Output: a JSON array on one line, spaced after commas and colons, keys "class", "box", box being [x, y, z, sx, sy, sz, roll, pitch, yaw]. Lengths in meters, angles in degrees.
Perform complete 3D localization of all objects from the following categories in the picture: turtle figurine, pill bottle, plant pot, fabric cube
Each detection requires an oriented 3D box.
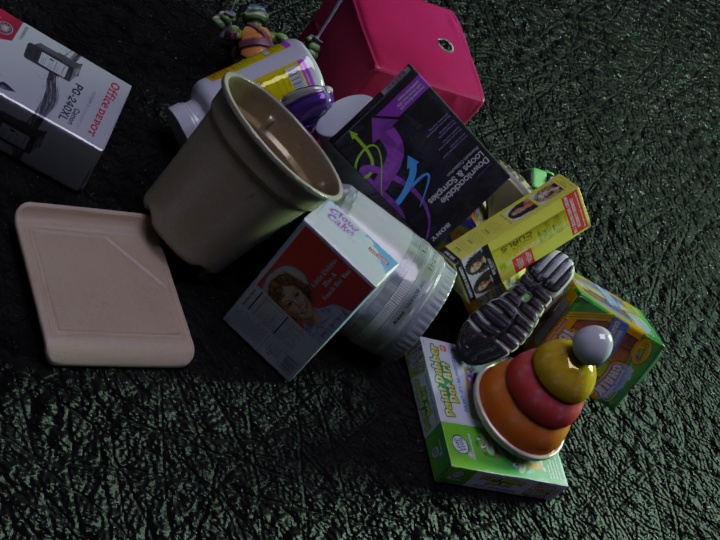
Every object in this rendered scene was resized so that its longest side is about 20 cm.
[{"class": "turtle figurine", "box": [-0.133, -0.312, 1.788, 0.144, 0.199, 0.195, 21, 60, -46]}, {"class": "pill bottle", "box": [-0.153, -0.223, 1.693, 0.199, 0.104, 0.104, -27, 70, -15]}, {"class": "plant pot", "box": [-0.155, -0.103, 1.540, 0.200, 0.183, 0.201, 44, 16, -17]}, {"class": "fabric cube", "box": [0.029, -0.282, 1.885, 0.199, 0.200, 0.197, 12, 48, -34]}, {"class": "pill bottle", "box": [0.016, -0.132, 1.729, 0.115, 0.114, 0.200, -81, 152, -47]}]

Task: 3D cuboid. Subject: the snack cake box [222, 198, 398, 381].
[{"class": "snack cake box", "box": [-0.062, 0.025, 1.511, 0.115, 0.200, 0.067, 44, 37, 2]}]

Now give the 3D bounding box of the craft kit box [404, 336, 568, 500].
[{"class": "craft kit box", "box": [0.164, 0.194, 1.680, 0.197, 0.049, 0.201, 12, 47, -30]}]

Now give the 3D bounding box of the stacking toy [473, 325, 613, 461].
[{"class": "stacking toy", "box": [0.251, 0.135, 1.615, 0.146, 0.200, 0.147, 24, 41, -23]}]

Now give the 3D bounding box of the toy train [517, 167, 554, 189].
[{"class": "toy train", "box": [0.209, -0.115, 1.900, 0.056, 0.200, 0.042, 12, 74, -33]}]

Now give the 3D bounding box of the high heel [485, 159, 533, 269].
[{"class": "high heel", "box": [0.215, -0.102, 1.784, 0.143, 0.071, 0.200, -87, 156, -52]}]

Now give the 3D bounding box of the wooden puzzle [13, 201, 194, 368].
[{"class": "wooden puzzle", "box": [-0.293, 0.021, 1.452, 0.184, 0.037, 0.201, 5, 56, -39]}]

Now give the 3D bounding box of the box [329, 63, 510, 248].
[{"class": "box", "box": [0.079, -0.144, 1.645, 0.200, 0.143, 0.036, 44, 7, -21]}]

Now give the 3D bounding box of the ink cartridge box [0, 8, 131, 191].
[{"class": "ink cartridge box", "box": [-0.391, -0.207, 1.538, 0.200, 0.083, 0.146, 29, 40, -17]}]

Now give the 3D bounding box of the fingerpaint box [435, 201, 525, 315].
[{"class": "fingerpaint box", "box": [0.168, -0.044, 1.812, 0.167, 0.073, 0.200, -79, 147, -48]}]

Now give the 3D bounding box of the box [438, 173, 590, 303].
[{"class": "box", "box": [0.204, -0.042, 1.687, 0.050, 0.200, 0.075, 44, -18, 53]}]

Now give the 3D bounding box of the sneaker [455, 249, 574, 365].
[{"class": "sneaker", "box": [0.215, 0.068, 1.731, 0.076, 0.200, 0.116, 46, -8, 21]}]

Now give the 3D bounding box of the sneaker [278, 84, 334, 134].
[{"class": "sneaker", "box": [-0.091, -0.157, 1.660, 0.080, 0.200, 0.084, -6, 51, -53]}]

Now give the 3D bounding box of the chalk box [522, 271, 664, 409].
[{"class": "chalk box", "box": [0.341, 0.104, 1.827, 0.200, 0.125, 0.124, 29, 17, -16]}]

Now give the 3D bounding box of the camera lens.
[{"class": "camera lens", "box": [0.000, 0.000, 1.623, 0.200, 0.160, 0.160, 36, 38, -8]}]
